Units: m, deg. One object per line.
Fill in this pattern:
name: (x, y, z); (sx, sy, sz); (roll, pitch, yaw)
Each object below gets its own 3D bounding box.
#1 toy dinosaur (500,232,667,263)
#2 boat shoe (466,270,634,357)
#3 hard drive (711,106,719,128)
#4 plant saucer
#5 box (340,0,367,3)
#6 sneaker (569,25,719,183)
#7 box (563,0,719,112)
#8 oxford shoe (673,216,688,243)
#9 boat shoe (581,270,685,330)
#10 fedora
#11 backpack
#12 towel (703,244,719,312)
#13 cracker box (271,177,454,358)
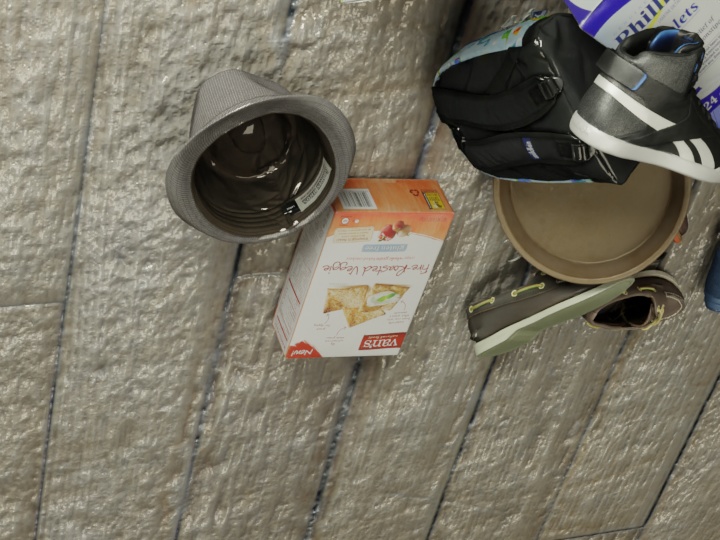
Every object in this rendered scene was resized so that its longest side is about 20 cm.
toy dinosaur: (0.252, -0.047, 1.756); (0.198, 0.102, 0.078); (-1, 93, -42)
boat shoe: (0.198, 0.029, 1.769); (0.200, 0.061, 0.071); (-28, 160, 29)
hard drive: (0.406, -0.235, 1.643); (0.198, 0.025, 0.133); (-26, 117, 0)
plant saucer: (0.232, -0.087, 1.660); (0.197, 0.029, 0.203); (1, 105, 5)
box: (0.021, -0.285, 1.298); (0.143, 0.201, 0.037); (-10, 133, -16)
sneaker: (0.275, -0.143, 1.390); (0.198, 0.073, 0.113); (6, 120, -41)
box: (0.247, -0.264, 1.445); (0.199, 0.185, 0.105); (24, 120, -41)
oxford shoe: (0.330, -0.107, 1.734); (0.072, 0.071, 0.201); (-28, 138, -5)
boat shoe: (0.305, 0.038, 1.860); (0.199, 0.060, 0.072); (10, 128, -45)
fedora: (-0.098, -0.115, 1.492); (0.176, 0.091, 0.200); (-31, 145, 7)
backpack: (0.154, -0.155, 1.503); (0.199, 0.154, 0.164); (-15, 115, 48)
towel: (0.460, -0.039, 1.883); (0.110, 0.049, 0.201); (-8, 136, -20)
cracker box: (0.000, 0.000, 1.683); (0.132, 0.058, 0.201); (-1, 133, -25)
